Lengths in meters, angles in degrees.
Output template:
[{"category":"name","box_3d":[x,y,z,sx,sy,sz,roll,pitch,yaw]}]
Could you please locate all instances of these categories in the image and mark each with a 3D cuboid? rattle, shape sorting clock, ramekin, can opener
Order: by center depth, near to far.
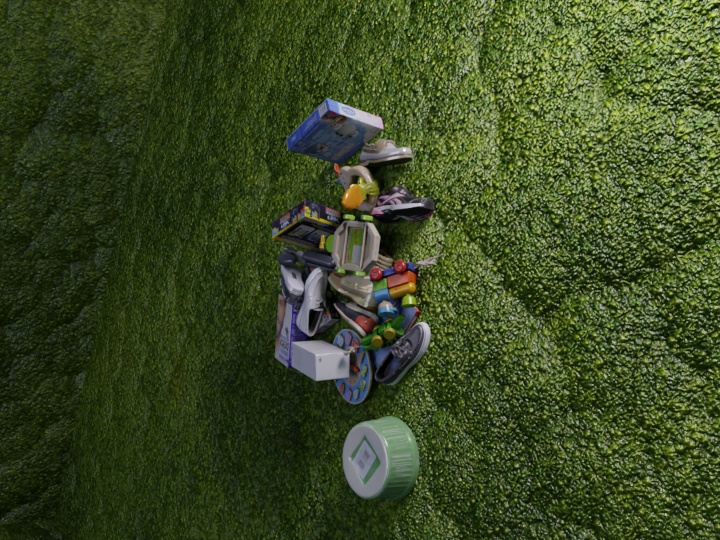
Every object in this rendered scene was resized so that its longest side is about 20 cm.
[{"category":"ramekin","box_3d":[0.043,0.467,1.583,0.198,0.097,0.204,-11,76,48]},{"category":"shape sorting clock","box_3d":[-0.029,0.260,1.736,0.199,0.039,0.204,0,90,55]},{"category":"rattle","box_3d":[-0.052,-0.227,1.775,0.199,0.142,0.131,38,153,31]},{"category":"can opener","box_3d":[-0.156,-0.021,1.868,0.197,0.054,0.067,16,56,32]}]

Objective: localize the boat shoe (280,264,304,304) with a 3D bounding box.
[{"category":"boat shoe","box_3d":[-0.207,0.037,1.894,0.069,0.071,0.201,-63,24,18]}]

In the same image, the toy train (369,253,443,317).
[{"category":"toy train","box_3d":[0.120,0.038,1.574,0.197,0.084,0.118,-17,66,29]}]

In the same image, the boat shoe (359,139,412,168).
[{"category":"boat shoe","box_3d":[0.063,-0.318,1.716,0.198,0.074,0.070,3,91,51]}]

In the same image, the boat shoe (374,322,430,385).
[{"category":"boat shoe","box_3d":[0.098,0.208,1.588,0.201,0.065,0.070,-54,48,29]}]

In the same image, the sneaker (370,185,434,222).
[{"category":"sneaker","box_3d":[0.105,-0.180,1.644,0.198,0.080,0.088,1,74,44]}]

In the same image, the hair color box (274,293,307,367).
[{"category":"hair color box","box_3d":[-0.207,0.179,1.926,0.109,0.064,0.204,18,104,59]}]

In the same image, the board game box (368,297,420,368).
[{"category":"board game box","box_3d":[0.077,0.155,1.659,0.103,0.019,0.202,49,120,40]}]

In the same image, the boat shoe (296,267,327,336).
[{"category":"boat shoe","box_3d":[-0.125,0.092,1.824,0.065,0.073,0.203,37,122,42]}]

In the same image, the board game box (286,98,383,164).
[{"category":"board game box","box_3d":[-0.072,-0.382,1.791,0.199,0.197,0.044,-33,62,42]}]

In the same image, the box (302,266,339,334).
[{"category":"box","box_3d":[-0.126,0.076,1.900,0.110,0.034,0.203,-38,56,40]}]

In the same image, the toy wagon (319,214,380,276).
[{"category":"toy wagon","box_3d":[-0.030,-0.069,1.700,0.198,0.039,0.158,8,90,45]}]

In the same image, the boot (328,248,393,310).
[{"category":"boot","box_3d":[0.000,0.000,1.736,0.199,0.072,0.158,31,108,46]}]

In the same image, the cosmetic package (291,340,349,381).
[{"category":"cosmetic package","box_3d":[-0.113,0.244,1.753,0.199,0.100,0.073,-172,82,-66]}]

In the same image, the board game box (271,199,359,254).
[{"category":"board game box","box_3d":[-0.125,-0.118,1.806,0.164,0.198,0.058,-25,59,43]}]

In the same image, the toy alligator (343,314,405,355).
[{"category":"toy alligator","box_3d":[0.046,0.178,1.622,0.199,0.054,0.060,-36,19,23]}]

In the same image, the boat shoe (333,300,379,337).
[{"category":"boat shoe","box_3d":[-0.012,0.119,1.734,0.063,0.071,0.200,-45,27,-6]}]
